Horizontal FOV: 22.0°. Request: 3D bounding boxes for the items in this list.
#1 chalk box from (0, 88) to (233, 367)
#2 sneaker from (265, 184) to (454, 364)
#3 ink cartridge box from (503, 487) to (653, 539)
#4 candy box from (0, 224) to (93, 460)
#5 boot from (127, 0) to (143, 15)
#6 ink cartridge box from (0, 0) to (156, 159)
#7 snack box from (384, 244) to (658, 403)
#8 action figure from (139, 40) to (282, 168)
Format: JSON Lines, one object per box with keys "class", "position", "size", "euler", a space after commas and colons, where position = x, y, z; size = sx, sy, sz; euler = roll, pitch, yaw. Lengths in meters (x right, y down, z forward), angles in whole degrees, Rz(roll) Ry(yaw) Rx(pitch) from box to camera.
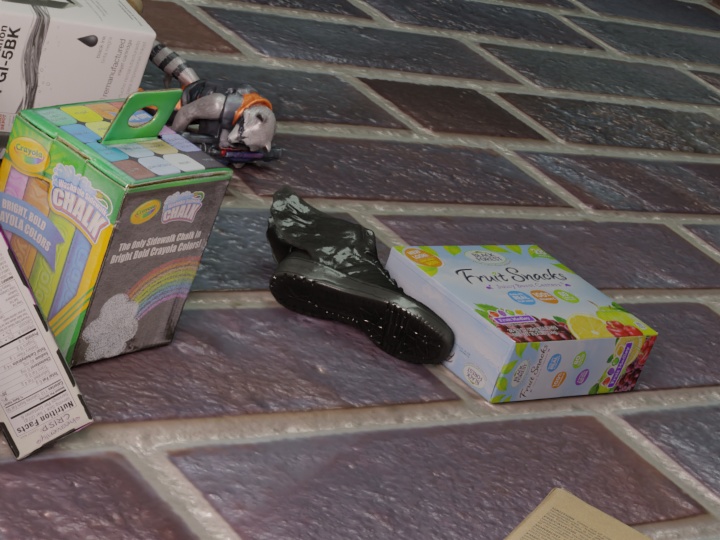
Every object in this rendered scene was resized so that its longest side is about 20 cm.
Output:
{"class": "chalk box", "position": [-0.190, -0.050, 1.383], "size": [0.124, 0.201, 0.124], "euler": [33, 24, 27]}
{"class": "sneaker", "position": [0.000, 0.002, 1.594], "size": [0.199, 0.060, 0.104], "euler": [21, 43, 8]}
{"class": "ink cartridge box", "position": [0.175, 0.241, 1.210], "size": [0.199, 0.075, 0.165], "euler": [28, 21, 18]}
{"class": "candy box", "position": [-0.251, 0.006, 1.209], "size": [0.061, 0.201, 0.136], "euler": [-26, 38, -10]}
{"class": "boot", "position": [-0.329, -0.235, 1.862], "size": [0.199, 0.073, 0.167], "euler": [3, 36, 18]}
{"class": "ink cartridge box", "position": [-0.303, -0.176, 1.649], "size": [0.199, 0.147, 0.083], "euler": [3, 30, -37]}
{"class": "snack box", "position": [0.137, 0.043, 1.649], "size": [0.199, 0.068, 0.169], "euler": [1, 29, -44]}
{"class": "action figure", "position": [-0.167, -0.160, 1.802], "size": [0.193, 0.105, 0.200], "euler": [22, 16, 30]}
